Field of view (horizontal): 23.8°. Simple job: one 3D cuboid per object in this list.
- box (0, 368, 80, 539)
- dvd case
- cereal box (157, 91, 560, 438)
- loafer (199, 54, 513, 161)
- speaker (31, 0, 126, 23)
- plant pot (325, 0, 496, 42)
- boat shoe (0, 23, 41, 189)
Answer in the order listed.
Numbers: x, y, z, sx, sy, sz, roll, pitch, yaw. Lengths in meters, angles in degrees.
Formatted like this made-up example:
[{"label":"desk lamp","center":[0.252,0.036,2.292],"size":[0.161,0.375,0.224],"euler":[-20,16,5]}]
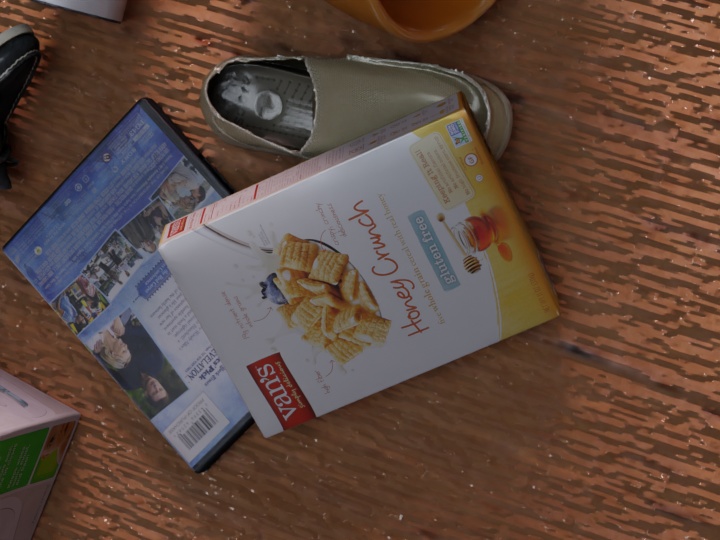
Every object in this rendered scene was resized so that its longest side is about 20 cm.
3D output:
[{"label":"box","center":[-0.286,0.166,1.065],"size":[0.096,0.176,0.201],"euler":[25,98,13]},{"label":"dvd case","center":[-0.119,0.009,1.092],"size":[0.143,0.018,0.200],"euler":[-45,80,13]},{"label":"cereal box","center":[0.000,0.000,1.012],"size":[0.199,0.040,0.144],"euler":[-24,111,10]},{"label":"loafer","center":[-0.009,-0.092,1.029],"size":[0.199,0.068,0.076],"euler":[5,94,16]},{"label":"speaker","center":[-0.162,-0.260,1.060],"size":[0.081,0.081,0.201],"euler":[17,97,14]},{"label":"plant pot","center":[-0.007,-0.255,0.970],"size":[0.183,0.200,0.201],"euler":[28,100,29]},{"label":"boat shoe","center":[-0.256,-0.067,1.099],"size":[0.066,0.074,0.199],"euler":[44,103,8]}]
